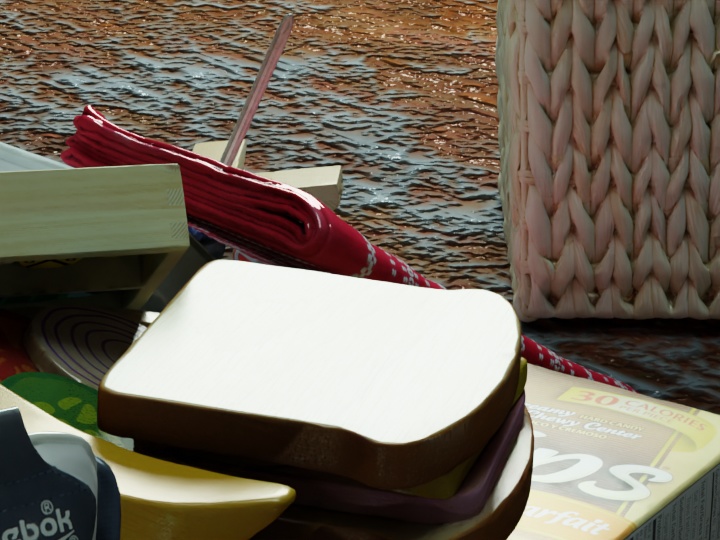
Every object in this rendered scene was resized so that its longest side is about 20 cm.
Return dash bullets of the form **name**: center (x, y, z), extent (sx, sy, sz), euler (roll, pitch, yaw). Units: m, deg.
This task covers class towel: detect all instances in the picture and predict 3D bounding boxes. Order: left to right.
- **towel**: center (0.000, 0.000, 1.051), extent (0.144, 0.023, 0.200), euler (23, -3, 44)

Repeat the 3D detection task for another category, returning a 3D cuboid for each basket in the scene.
- **basket**: center (0.137, -0.098, 1.212), extent (0.159, 0.201, 0.198), euler (-1, 20, 1)

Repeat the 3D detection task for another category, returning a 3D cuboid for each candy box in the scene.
- **candy box**: center (0.029, 0.090, 0.906), extent (0.115, 0.056, 0.200), euler (15, 25, 29)

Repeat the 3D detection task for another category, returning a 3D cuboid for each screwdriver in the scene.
- **screwdriver**: center (-0.049, -0.035, 1.094), extent (0.028, 0.200, 0.029), euler (-27, 76, -30)

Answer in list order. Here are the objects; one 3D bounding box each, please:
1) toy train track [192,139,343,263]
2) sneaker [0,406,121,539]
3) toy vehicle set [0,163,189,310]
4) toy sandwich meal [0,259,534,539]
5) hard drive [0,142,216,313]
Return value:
- **toy train track**: center (-0.105, -0.017, 1.229), extent (0.198, 0.033, 0.115), euler (-4, 21, 7)
- **sneaker**: center (-0.074, 0.102, 0.655), extent (0.079, 0.130, 0.199), euler (-10, 32, -45)
- **toy vehicle set**: center (-0.162, 0.001, 0.901), extent (0.198, 0.027, 0.124), euler (-4, -13, -15)
- **toy sandwich meal**: center (-0.050, 0.037, 0.833), extent (0.204, 0.071, 0.205), euler (10, 23, -4)
- **hard drive**: center (-0.118, -0.009, 1.089), extent (0.199, 0.132, 0.026), euler (19, 71, 42)
